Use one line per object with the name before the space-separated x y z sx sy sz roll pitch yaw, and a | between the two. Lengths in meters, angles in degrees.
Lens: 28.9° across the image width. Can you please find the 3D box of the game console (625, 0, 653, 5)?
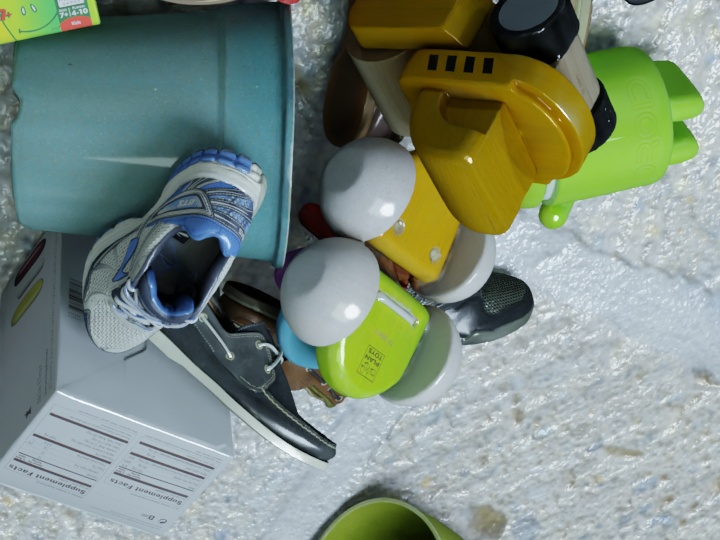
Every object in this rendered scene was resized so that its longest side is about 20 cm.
game console | 0.281 -0.296 1.061 0.170 0.119 0.202 -20 126 -3

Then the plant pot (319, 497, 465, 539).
plant pot | 0.073 0.341 1.402 0.187 0.188 0.199 -47 138 16

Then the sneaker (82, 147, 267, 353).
sneaker | -0.139 0.004 0.945 0.076 0.086 0.200 26 132 -20

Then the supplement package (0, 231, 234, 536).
supplement package | -0.198 0.080 1.105 0.155 0.201 0.111 25 123 -29

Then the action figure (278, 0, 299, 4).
action figure | -0.006 -0.233 0.991 0.198 0.052 0.066 -20 97 -10

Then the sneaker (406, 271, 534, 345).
sneaker | 0.070 0.000 1.219 0.196 0.077 0.115 7 127 -15

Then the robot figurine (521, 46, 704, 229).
robot figurine | 0.178 -0.117 1.149 0.197 0.116 0.177 -12 133 -8

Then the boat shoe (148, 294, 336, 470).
boat shoe | -0.087 0.072 1.054 0.200 0.072 0.068 44 87 -2

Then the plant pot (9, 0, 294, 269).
plant pot | -0.151 -0.103 1.022 0.193 0.201 0.203 1 123 -8

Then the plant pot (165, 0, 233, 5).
plant pot | -0.104 -0.279 0.922 0.198 0.093 0.204 0 101 -1

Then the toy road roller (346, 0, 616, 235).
toy road roller | 0.068 -0.110 0.965 0.147 0.198 0.123 -59 138 -26

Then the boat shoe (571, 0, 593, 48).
boat shoe | 0.136 -0.224 1.050 0.062 0.203 0.073 4 166 -9

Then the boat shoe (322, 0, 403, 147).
boat shoe | 0.027 -0.190 1.087 0.070 0.070 0.202 -2 121 -39

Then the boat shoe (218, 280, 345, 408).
boat shoe | -0.058 0.071 1.195 0.199 0.072 0.068 31 92 -48

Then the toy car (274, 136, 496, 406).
toy car | 0.000 0.000 1.092 0.175 0.149 0.202 36 67 -44

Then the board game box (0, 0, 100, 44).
board game box | -0.286 -0.192 0.967 0.197 0.102 0.048 -13 126 -8
